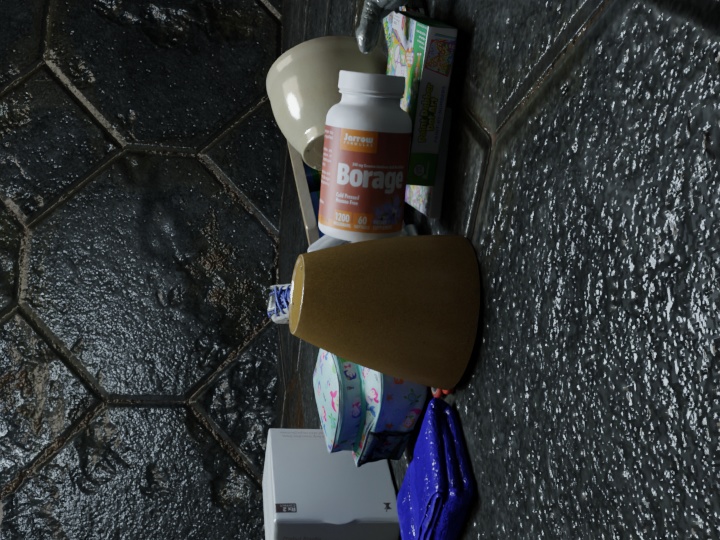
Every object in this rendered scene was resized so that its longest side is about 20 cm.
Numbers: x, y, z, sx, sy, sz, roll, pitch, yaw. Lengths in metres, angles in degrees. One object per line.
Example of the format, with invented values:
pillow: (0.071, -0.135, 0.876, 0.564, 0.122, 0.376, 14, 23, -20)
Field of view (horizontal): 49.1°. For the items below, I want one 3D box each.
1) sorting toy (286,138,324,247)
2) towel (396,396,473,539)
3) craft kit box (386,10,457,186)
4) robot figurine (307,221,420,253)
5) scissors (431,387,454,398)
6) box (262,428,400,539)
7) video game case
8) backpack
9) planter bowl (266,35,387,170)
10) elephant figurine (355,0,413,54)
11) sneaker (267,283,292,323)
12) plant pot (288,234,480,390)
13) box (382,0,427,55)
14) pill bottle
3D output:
sorting toy: (-0.069, -0.108, 1.385, 0.201, 0.068, 0.202, 84, 173, -61)
towel: (0.083, 0.275, 0.977, 0.149, 0.048, 0.203, -102, 18, -48)
craft kit box: (0.072, -0.239, 1.073, 0.201, 0.047, 0.202, -114, 26, -66)
robot figurine: (0.000, 0.000, 1.154, 0.199, 0.169, 0.114, -40, 29, 18)
scissors: (0.101, 0.069, 1.030, 0.073, 0.014, 0.204, 111, 159, -60)
box: (-0.052, 0.367, 1.255, 0.201, 0.194, 0.133, -105, 22, -57)
video game case: (0.087, -0.163, 1.127, 0.200, 0.018, 0.146, -127, 40, -73)
backpack: (0.015, 0.157, 1.117, 0.202, 0.148, 0.180, 114, 150, -43)
planter bowl: (-0.040, -0.240, 1.215, 0.201, 0.196, 0.137, 116, 146, -62)
elephant figurine: (0.065, -0.405, 1.019, 0.156, 0.138, 0.204, 83, -170, -62)
sneaker: (-0.100, 0.051, 1.323, 0.200, 0.112, 0.082, 107, 159, -67)
plant pot: (0.018, 0.041, 0.946, 0.186, 0.196, 0.191, -174, 90, -76)
box: (0.065, -0.414, 1.247, 0.111, 0.034, 0.203, 106, 162, -49)
pill bottle: (0.007, -0.145, 0.998, 0.112, 0.110, 0.205, -127, 40, -72)
